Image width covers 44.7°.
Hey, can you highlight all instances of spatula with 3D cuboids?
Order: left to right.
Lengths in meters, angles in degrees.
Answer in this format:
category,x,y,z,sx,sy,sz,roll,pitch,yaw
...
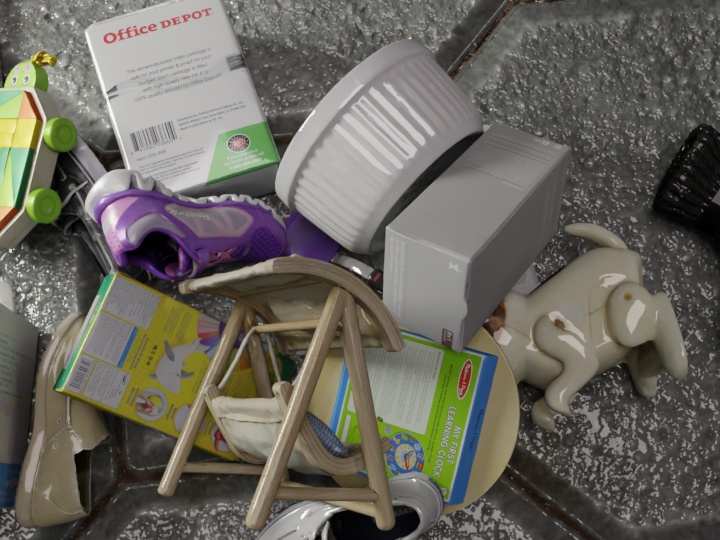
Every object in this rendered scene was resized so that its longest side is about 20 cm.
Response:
category,x,y,z,sx,sy,sz,roll,pitch,yaw
spatula,0.000,0.000,0.876,0.200,0.021,0.057,31,75,25

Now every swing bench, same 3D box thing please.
category,x,y,z,sx,sy,sz,roll,pitch,yaw
swing bench,-0.067,0.098,0.728,0.129,0.199,0.201,9,81,-30

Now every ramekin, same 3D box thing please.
category,x,y,z,sx,sy,sz,roll,pitch,yaw
ramekin,0.027,-0.107,0.829,0.105,0.200,0.200,44,77,11

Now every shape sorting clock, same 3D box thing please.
category,x,y,z,sx,sy,sz,roll,pitch,yaw
shape sorting clock,0.045,0.124,0.796,0.199,0.039,0.201,0,90,20

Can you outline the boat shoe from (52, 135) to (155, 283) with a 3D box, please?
category,x,y,z,sx,sy,sz,roll,pitch,yaw
boat shoe,-0.277,-0.063,0.868,0.068,0.074,0.200,-34,88,-26

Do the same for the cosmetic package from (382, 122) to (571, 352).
category,x,y,z,sx,sy,sz,roll,pitch,yaw
cosmetic package,0.105,-0.034,0.773,0.090,0.107,0.200,26,45,26

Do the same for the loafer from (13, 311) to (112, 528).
category,x,y,z,sx,sy,sz,roll,pitch,yaw
loafer,-0.266,0.140,0.817,0.068,0.076,0.201,9,84,-2

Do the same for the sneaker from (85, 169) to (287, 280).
category,x,y,z,sx,sy,sz,roll,pitch,yaw
sneaker,-0.155,-0.026,0.822,0.200,0.081,0.089,10,42,-36

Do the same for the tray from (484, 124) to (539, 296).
category,x,y,z,sx,sy,sz,roll,pitch,yaw
tray,0.115,-0.056,0.914,0.107,0.022,0.201,-12,76,-7

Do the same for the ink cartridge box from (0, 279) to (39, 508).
category,x,y,z,sx,sy,sz,roll,pitch,yaw
ink cartridge box,-0.375,0.110,0.788,0.128,0.125,0.201,2,75,-3

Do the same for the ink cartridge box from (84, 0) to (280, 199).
category,x,y,z,sx,sy,sz,roll,pitch,yaw
ink cartridge box,-0.178,-0.164,0.894,0.145,0.084,0.201,-18,76,-8

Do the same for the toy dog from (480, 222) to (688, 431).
category,x,y,z,sx,sy,sz,roll,pitch,yaw
toy dog,0.179,0.053,0.828,0.199,0.140,0.195,-10,81,-2

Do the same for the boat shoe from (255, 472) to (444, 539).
category,x,y,z,sx,sy,sz,roll,pitch,yaw
boat shoe,-0.024,0.232,0.768,0.200,0.065,0.074,-31,83,18

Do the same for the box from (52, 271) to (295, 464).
category,x,y,z,sx,sy,sz,roll,pitch,yaw
box,-0.164,0.096,0.813,0.200,0.048,0.118,29,72,-23

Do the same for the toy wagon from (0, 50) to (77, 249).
category,x,y,z,sx,sy,sz,roll,pitch,yaw
toy wagon,-0.343,-0.122,0.851,0.155,0.040,0.201,6,81,32

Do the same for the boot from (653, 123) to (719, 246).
category,x,y,z,sx,sy,sz,roll,pitch,yaw
boot,0.371,-0.033,0.889,0.157,0.079,0.212,27,64,-3

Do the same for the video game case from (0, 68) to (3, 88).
category,x,y,z,sx,sy,sz,roll,pitch,yaw
video game case,-0.486,-0.224,0.928,0.199,0.023,0.183,-11,76,-5
